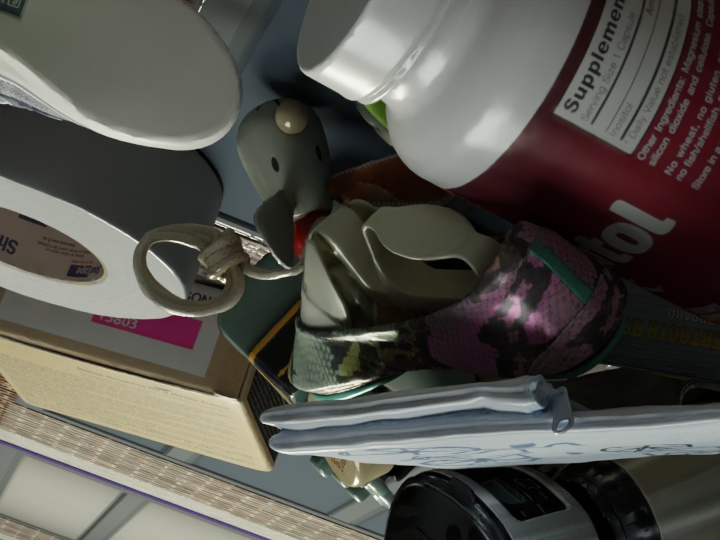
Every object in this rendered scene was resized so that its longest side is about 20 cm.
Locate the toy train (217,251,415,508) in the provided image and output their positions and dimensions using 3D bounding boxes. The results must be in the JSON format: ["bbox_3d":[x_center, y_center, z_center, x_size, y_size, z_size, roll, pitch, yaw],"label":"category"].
[{"bbox_3d":[-0.007,0.057,0.965,0.114,0.085,0.200,44,176,16],"label":"toy train"}]

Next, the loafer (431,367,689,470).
[{"bbox_3d":[0.125,0.086,0.984,0.198,0.073,0.063,-16,180,-18],"label":"loafer"}]

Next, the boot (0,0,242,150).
[{"bbox_3d":[-0.145,-0.105,0.843,0.199,0.073,0.090,26,168,2],"label":"boot"}]

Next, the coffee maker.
[{"bbox_3d":[0.114,0.166,0.860,0.198,0.194,0.134,-13,-175,-31],"label":"coffee maker"}]

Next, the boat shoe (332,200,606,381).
[{"bbox_3d":[0.049,0.020,0.999,0.199,0.073,0.068,26,175,-30],"label":"boat shoe"}]

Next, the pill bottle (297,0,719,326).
[{"bbox_3d":[0.083,-0.065,0.661,0.199,0.114,0.113,25,159,-18],"label":"pill bottle"}]

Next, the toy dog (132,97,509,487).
[{"bbox_3d":[0.000,0.000,0.829,0.200,0.132,0.097,43,151,12],"label":"toy dog"}]

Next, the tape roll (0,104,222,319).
[{"bbox_3d":[-0.180,-0.044,1.027,0.198,0.067,0.201,16,161,6],"label":"tape roll"}]

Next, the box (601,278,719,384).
[{"bbox_3d":[0.163,0.027,0.837,0.157,0.049,0.200,10,180,25],"label":"box"}]

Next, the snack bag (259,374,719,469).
[{"bbox_3d":[0.087,0.056,0.680,0.198,0.022,0.188,-5,170,21],"label":"snack bag"}]

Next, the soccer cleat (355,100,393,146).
[{"bbox_3d":[0.074,-0.046,0.795,0.199,0.068,0.081,22,162,-20],"label":"soccer cleat"}]

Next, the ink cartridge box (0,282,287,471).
[{"bbox_3d":[-0.151,0.058,1.261,0.198,0.076,0.165,15,159,10],"label":"ink cartridge box"}]

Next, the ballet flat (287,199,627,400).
[{"bbox_3d":[0.019,0.006,0.693,0.071,0.069,0.199,50,154,-17],"label":"ballet flat"}]
